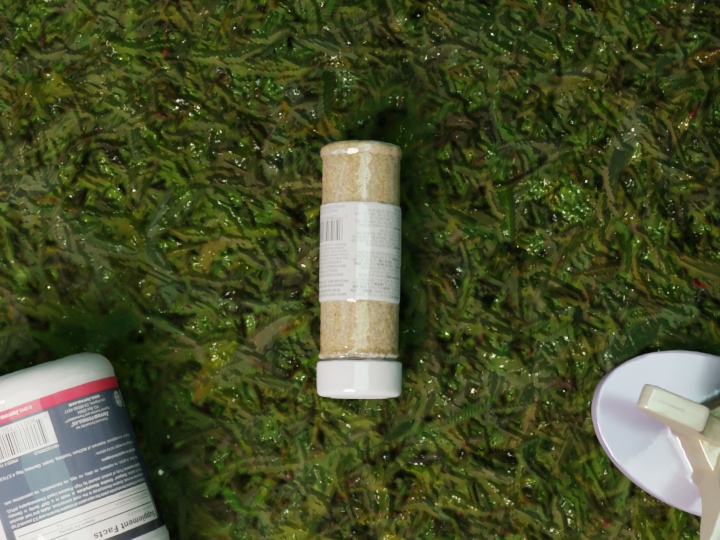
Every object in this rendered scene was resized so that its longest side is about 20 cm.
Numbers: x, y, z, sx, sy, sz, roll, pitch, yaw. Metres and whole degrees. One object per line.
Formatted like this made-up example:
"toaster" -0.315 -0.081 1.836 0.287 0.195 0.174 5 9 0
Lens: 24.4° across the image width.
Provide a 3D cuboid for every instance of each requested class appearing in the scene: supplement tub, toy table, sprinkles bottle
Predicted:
"supplement tub" -0.226 0.175 1.253 0.139 0.140 0.202 -19 86 -6
"toy table" 0.289 0.133 1.310 0.198 0.117 0.186 10 84 -4
"sprinkles bottle" 0.000 0.000 1.324 0.068 0.068 0.202 1 84 -4
